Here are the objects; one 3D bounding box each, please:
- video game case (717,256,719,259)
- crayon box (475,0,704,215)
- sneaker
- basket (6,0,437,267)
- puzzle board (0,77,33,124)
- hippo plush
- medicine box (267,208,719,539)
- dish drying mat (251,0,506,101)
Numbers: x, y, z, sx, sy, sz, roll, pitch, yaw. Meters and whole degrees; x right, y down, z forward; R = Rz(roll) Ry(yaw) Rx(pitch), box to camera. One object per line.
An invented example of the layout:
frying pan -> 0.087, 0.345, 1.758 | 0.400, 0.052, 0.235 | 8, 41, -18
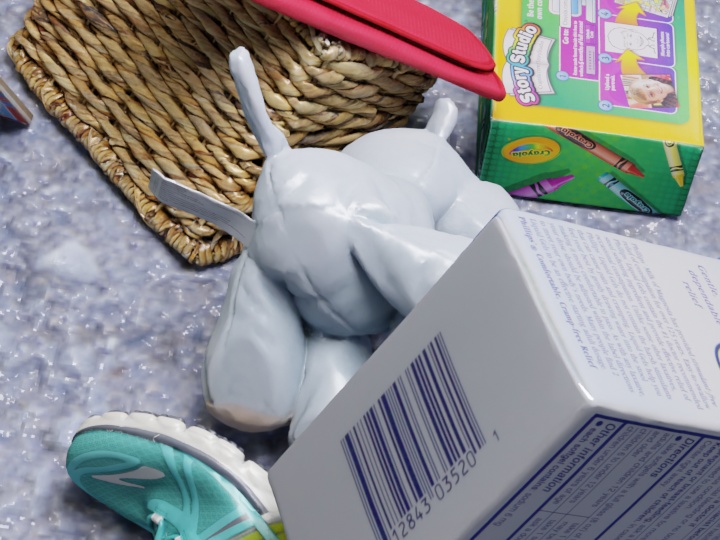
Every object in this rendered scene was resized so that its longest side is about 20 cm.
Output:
video game case -> 0.211, 0.058, 1.065 | 0.200, 0.018, 0.143 | -31, 60, -29
crayon box -> 0.129, -0.129, 1.182 | 0.118, 0.058, 0.201 | 7, 50, -2
sneaker -> -0.059, 0.133, 0.928 | 0.200, 0.078, 0.080 | 34, 62, 19
basket -> -0.071, -0.117, 1.140 | 0.200, 0.149, 0.142 | 45, 25, 26
puzzle board -> -0.258, -0.120, 1.042 | 0.150, 0.200, 0.017 | 19, 82, 7
hippo plush -> 0.000, 0.000, 1.028 | 0.200, 0.160, 0.161 | 39, 23, 5
medicine box -> 0.096, 0.085, 0.874 | 0.199, 0.182, 0.103 | 12, 42, -37
dish drying mat -> -0.013, -0.140, 1.049 | 0.199, 0.018, 0.077 | 19, 26, -33
